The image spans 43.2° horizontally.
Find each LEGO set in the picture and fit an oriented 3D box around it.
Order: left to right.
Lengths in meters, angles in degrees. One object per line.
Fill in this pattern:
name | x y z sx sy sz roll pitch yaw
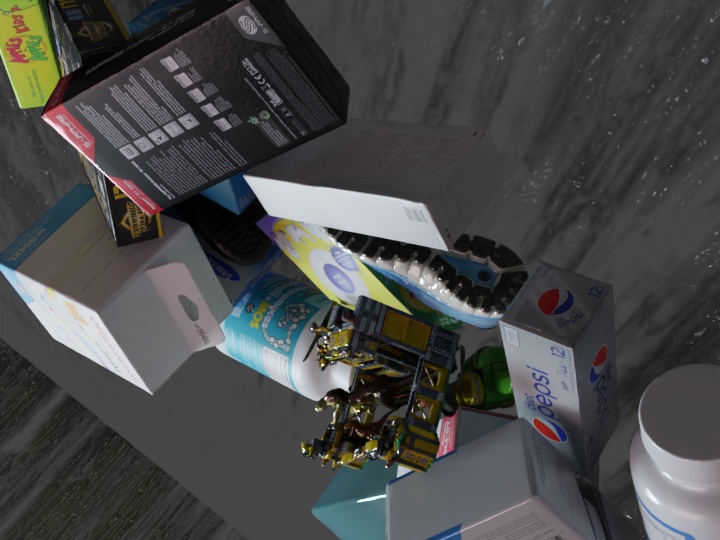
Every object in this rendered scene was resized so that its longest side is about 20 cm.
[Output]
LEGO set | -0.009 0.101 0.807 0.116 0.154 0.200 23 169 -18

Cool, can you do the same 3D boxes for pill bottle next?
pill bottle | -0.064 0.073 1.000 0.200 0.111 0.111 21 149 35
pill bottle | 0.264 0.163 0.682 0.112 0.112 0.200 19 147 38

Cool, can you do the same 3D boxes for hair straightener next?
hair straightener | 0.066 0.096 0.883 0.041 0.077 0.200 8 176 -4

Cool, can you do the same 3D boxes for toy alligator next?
toy alligator | 0.113 0.113 0.889 0.200 0.059 0.054 119 143 -66

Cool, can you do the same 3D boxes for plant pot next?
plant pot | 0.064 0.280 1.130 0.141 0.141 0.200 43 149 -5

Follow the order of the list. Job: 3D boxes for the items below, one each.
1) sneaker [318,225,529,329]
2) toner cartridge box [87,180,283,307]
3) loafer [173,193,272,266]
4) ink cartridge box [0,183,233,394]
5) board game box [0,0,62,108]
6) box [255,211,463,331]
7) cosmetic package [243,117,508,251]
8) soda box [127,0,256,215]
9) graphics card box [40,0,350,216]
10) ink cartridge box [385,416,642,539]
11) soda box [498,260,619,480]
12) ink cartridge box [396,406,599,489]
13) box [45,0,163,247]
sneaker | 0.041 -0.007 0.761 0.200 0.078 0.090 34 159 16
toner cartridge box | -0.187 -0.055 0.982 0.200 0.095 0.043 38 155 4
loafer | -0.165 -0.087 0.938 0.200 0.073 0.071 52 158 0
ink cartridge box | -0.238 0.018 0.913 0.200 0.125 0.129 20 147 36
board game box | -0.315 -0.251 0.835 0.200 0.048 0.102 105 152 -63
box | 0.000 0.000 0.866 0.200 0.048 0.117 44 155 -11
cosmetic package | 0.007 -0.072 0.698 0.200 0.083 0.051 14 146 45
soda box | -0.131 -0.143 0.794 0.068 0.064 0.200 29 152 24
graphics card box | -0.123 -0.128 0.690 0.200 0.051 0.125 -21 131 26
ink cartridge box | 0.137 0.234 0.775 0.145 0.084 0.200 -32 122 24
soda box | 0.167 0.086 0.743 0.063 0.068 0.200 21 149 32
ink cartridge box | 0.128 0.207 0.914 0.145 0.083 0.200 11 157 -10
box | -0.232 -0.145 0.823 0.160 0.049 0.200 -124 26 -44
